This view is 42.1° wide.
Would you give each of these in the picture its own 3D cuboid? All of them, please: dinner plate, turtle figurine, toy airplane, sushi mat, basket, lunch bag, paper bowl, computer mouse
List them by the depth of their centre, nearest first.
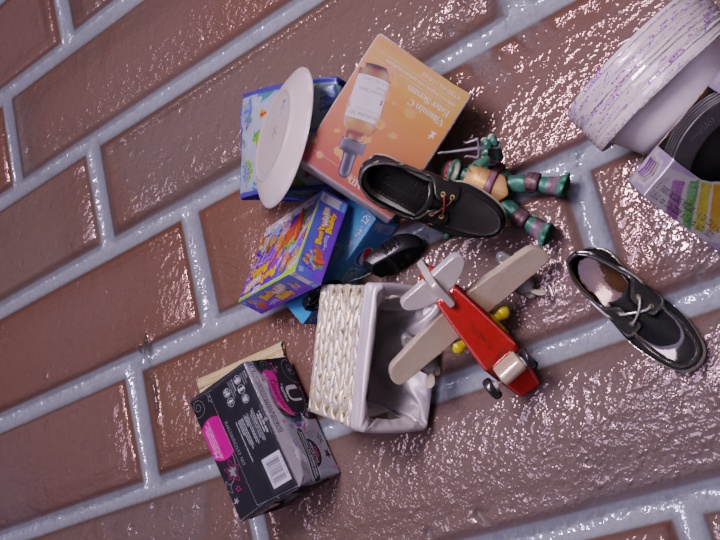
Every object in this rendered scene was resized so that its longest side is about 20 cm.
[{"bbox_3d":[0.344,-0.214,1.070,0.104,0.200,0.201,47,112,9],"label":"paper bowl"},{"bbox_3d":[0.140,0.060,1.221,0.198,0.141,0.201,3,101,3],"label":"toy airplane"},{"bbox_3d":[0.170,-0.111,1.242,0.199,0.101,0.151,20,116,19],"label":"turtle figurine"},{"bbox_3d":[-0.113,-0.186,1.295,0.200,0.024,0.201,-44,39,51],"label":"dinner plate"},{"bbox_3d":[0.018,0.116,1.301,0.123,0.135,0.202,6,89,47],"label":"basket"},{"bbox_3d":[0.000,0.000,1.350,0.199,0.059,0.034,-28,61,6],"label":"computer mouse"},{"bbox_3d":[-0.097,-0.193,1.425,0.199,0.127,0.171,-1,85,25],"label":"lunch bag"},{"bbox_3d":[-0.189,0.192,1.517,0.199,0.012,0.096,-26,72,31],"label":"sushi mat"}]

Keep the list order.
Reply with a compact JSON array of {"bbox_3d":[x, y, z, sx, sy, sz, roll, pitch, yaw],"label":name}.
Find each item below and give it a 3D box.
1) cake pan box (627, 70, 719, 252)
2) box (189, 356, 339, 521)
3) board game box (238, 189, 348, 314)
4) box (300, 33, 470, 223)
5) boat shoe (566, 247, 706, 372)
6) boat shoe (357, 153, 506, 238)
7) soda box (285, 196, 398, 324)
[{"bbox_3d":[0.418,-0.116,1.016,0.185,0.199,0.052,-52,24,16],"label":"cake pan box"},{"bbox_3d":[-0.142,0.249,1.408,0.132,0.115,0.201,-35,73,26],"label":"box"},{"bbox_3d":[-0.101,-0.023,1.379,0.200,0.045,0.135,-27,40,57],"label":"board game box"},{"bbox_3d":[0.032,-0.189,1.280,0.152,0.106,0.201,32,89,-1],"label":"box"},{"bbox_3d":[0.329,0.048,1.133,0.072,0.067,0.200,-51,61,18],"label":"boat shoe"},{"bbox_3d":[0.090,-0.088,1.189,0.200,0.063,0.074,23,110,0],"label":"boat shoe"},{"bbox_3d":[-0.034,-0.014,1.398,0.068,0.064,0.200,46,110,30],"label":"soda box"}]
